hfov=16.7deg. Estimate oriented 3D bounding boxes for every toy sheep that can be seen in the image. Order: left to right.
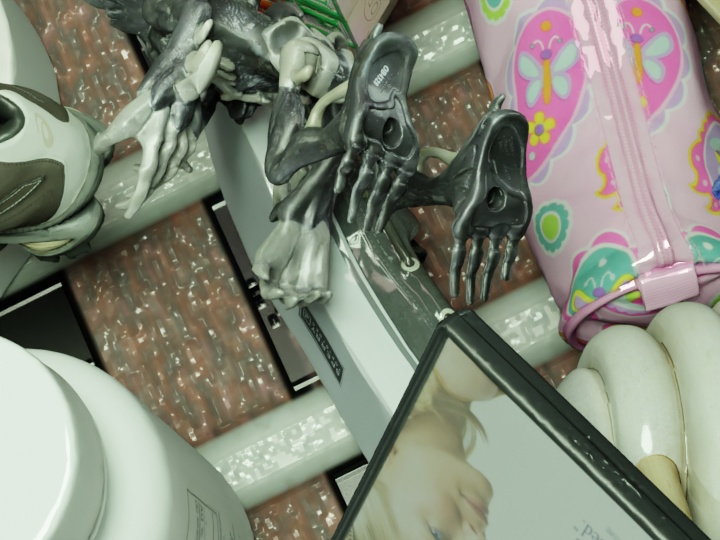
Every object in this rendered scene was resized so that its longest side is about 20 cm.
[{"bbox_3d":[0.129,0.071,0.848,0.199,0.138,0.138,3,73,-9],"label":"toy sheep"}]

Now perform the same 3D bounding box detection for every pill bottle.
[{"bbox_3d":[-0.112,0.090,0.855,0.114,0.200,0.115,-3,72,10],"label":"pill bottle"}]

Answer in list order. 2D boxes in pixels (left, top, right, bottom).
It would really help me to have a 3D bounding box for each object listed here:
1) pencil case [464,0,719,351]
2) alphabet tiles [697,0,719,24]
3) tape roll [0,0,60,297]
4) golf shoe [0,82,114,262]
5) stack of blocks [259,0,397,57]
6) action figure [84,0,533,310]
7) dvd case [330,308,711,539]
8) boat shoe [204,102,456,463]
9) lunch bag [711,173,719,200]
[{"bbox_3d":[0.090,-0.071,0.927,0.087,0.087,0.201,-15,72,6],"label":"pencil case"},{"bbox_3d":[0.195,-0.143,0.927,0.166,0.006,0.200,-43,89,-14],"label":"alphabet tiles"},{"bbox_3d":[-0.225,-0.057,0.992,0.202,0.071,0.203,-3,73,11],"label":"tape roll"},{"bbox_3d":[-0.194,-0.041,0.896,0.199,0.094,0.078,-8,73,10],"label":"golf shoe"},{"bbox_3d":[-0.037,-0.132,0.909,0.115,0.200,0.059,27,77,17],"label":"stack of blocks"},{"bbox_3d":[-0.034,-0.046,0.847,0.200,0.119,0.102,25,89,54],"label":"action figure"},{"bbox_3d":[0.047,0.125,0.832,0.143,0.200,0.018,44,46,20],"label":"dvd case"},{"bbox_3d":[0.000,0.000,0.938,0.057,0.069,0.200,-21,69,-19],"label":"boat shoe"},{"bbox_3d":[0.245,-0.050,0.853,0.200,0.127,0.170,32,75,-25],"label":"lunch bag"}]
